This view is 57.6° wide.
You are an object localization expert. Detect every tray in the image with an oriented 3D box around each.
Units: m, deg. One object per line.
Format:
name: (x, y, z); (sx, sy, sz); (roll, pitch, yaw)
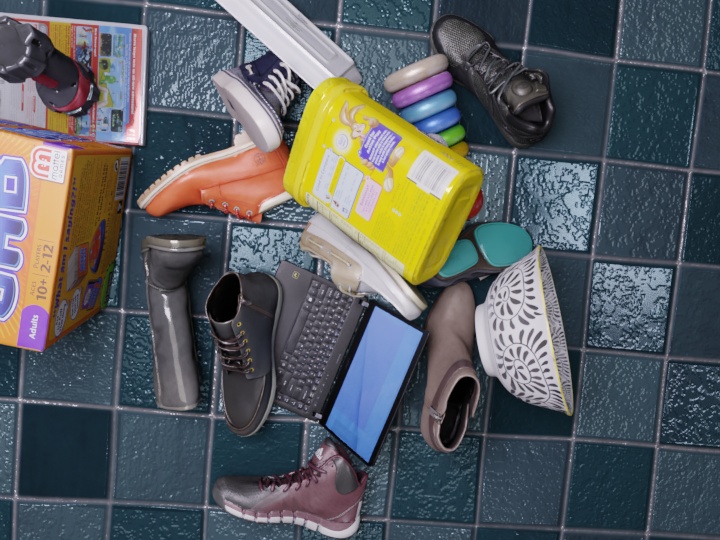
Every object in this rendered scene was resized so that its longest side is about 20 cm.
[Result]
tray: (-0.082, -0.286, 0.781); (0.199, 0.108, 0.022); (41, 126, -7)

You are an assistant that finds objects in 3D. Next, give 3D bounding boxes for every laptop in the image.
laptop: (-0.044, 0.111, 0.812); (0.197, 0.103, 0.180); (24, 92, -6)

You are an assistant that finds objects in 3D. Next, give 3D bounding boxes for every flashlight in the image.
flashlight: (-0.342, -0.211, 0.697); (0.067, 0.200, 0.069); (16, 94, -4)

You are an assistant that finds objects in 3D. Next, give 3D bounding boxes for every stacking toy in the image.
stacking toy: (0.100, -0.157, 0.819); (0.084, 0.085, 0.204); (-22, 101, -2)

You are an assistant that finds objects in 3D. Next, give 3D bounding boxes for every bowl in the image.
bowl: (0.196, 0.078, 0.805); (0.092, 0.200, 0.205); (-11, 96, 20)

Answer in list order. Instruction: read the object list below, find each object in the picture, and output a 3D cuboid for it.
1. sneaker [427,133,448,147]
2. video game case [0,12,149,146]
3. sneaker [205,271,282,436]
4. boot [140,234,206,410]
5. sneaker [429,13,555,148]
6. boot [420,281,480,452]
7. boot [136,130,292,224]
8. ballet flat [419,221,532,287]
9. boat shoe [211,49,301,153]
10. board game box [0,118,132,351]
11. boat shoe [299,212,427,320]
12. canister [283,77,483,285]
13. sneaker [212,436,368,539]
sneaker: (0.043, -0.085, 0.820); (0.113, 0.075, 0.204); (28, 127, 30)
video game case: (-0.362, -0.233, 0.803); (0.195, 0.017, 0.147); (3, 94, -4)
sneaker: (-0.152, 0.101, 0.789); (0.073, 0.106, 0.205); (3, 86, 19)
boot: (-0.218, 0.062, 0.767); (0.071, 0.181, 0.205); (1, 88, -22)
sneaker: (0.167, -0.241, 0.798); (0.076, 0.114, 0.200); (-40, 94, -2)
boot: (0.117, 0.118, 0.803); (0.069, 0.146, 0.205); (9, 93, -3)
boot: (-0.170, -0.096, 0.804); (0.197, 0.075, 0.109); (-24, 101, -3)
ballet flat: (0.134, -0.017, 0.824); (0.197, 0.072, 0.075); (-14, 97, -39)
boat shoe: (-0.104, -0.204, 0.745); (0.092, 0.200, 0.075); (-31, 128, -7)
board game box: (-0.389, -0.055, 0.715); (0.195, 0.200, 0.205); (12, 99, -6)
boat shoe: (0.000, 0.000, 0.788); (0.069, 0.075, 0.200); (-47, 54, 2)
canister: (0.021, -0.098, 0.721); (0.199, 0.086, 0.151); (38, 122, 24)
sneaker: (-0.081, 0.259, 0.832); (0.196, 0.076, 0.118); (17, 101, -16)
